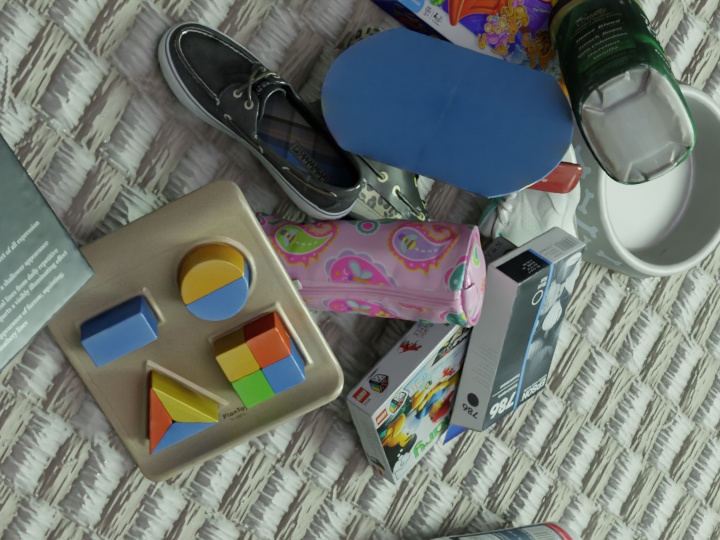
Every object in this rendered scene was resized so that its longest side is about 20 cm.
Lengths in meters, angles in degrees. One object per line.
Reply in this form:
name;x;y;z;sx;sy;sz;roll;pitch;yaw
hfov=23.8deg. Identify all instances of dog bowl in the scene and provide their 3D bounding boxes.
dog bowl;0.272;-0.086;1.588;0.198;0.058;0.202;-5;100;-31

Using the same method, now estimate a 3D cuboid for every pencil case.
pencil case;0.000;0.000;1.358;0.198;0.087;0.088;3;99;12

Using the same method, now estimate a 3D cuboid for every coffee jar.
coffee jar;0.212;-0.162;1.408;0.085;0.201;0.105;-27;119;13

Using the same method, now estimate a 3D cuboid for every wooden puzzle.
wooden puzzle;-0.133;0.055;1.317;0.184;0.046;0.201;-25;112;7

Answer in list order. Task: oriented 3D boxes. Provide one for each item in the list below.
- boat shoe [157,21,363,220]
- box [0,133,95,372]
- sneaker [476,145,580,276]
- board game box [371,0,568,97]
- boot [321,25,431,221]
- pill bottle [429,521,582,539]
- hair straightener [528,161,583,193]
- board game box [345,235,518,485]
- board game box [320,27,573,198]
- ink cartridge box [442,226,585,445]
boat shoe;-0.073;-0.122;1.320;0.070;0.066;0.200;-42;91;-24
box;-0.309;-0.026;1.185;0.149;0.106;0.201;-49;121;-34
sneaker;0.140;-0.062;1.487;0.088;0.075;0.202;-16;124;-9
board game box;0.119;-0.237;1.474;0.199;0.045;0.135;32;81;-32
boot;0.040;-0.094;1.434;0.203;0.073;0.155;31;79;-33
pill bottle;0.101;0.292;1.509;0.198;0.119;0.121;-3;100;-31
hair straightener;0.081;-0.107;1.394;0.198;0.077;0.041;3;140;-16
board game box;0.074;0.078;1.473;0.200;0.035;0.127;-46;149;-17
board game box;0.065;-0.112;1.340;0.039;0.198;0.159;98;14;-47
ink cartridge box;0.131;0.066;1.470;0.099;0.039;0.201;-29;142;-42
